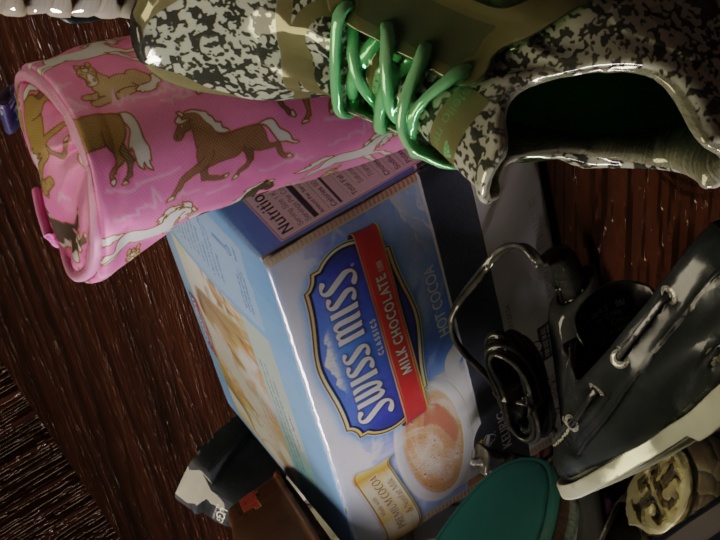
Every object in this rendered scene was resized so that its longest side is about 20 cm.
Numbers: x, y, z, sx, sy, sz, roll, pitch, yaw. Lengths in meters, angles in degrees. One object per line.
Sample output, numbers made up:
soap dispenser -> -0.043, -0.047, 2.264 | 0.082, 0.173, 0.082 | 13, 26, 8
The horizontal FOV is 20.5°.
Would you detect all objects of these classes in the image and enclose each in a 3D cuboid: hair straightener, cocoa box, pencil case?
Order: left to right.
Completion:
pencil case -> -0.028, -0.065, 0.729 | 0.086, 0.199, 0.083 | 39, 145, 51
cocoa box -> 0.000, 0.000, 0.880 | 0.133, 0.131, 0.201 | 45, 159, 42
hair straightener -> 0.083, 0.069, 0.846 | 0.041, 0.077, 0.201 | -113, 2, -54

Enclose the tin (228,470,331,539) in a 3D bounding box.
tin -> 0.005, 0.183, 0.910 | 0.200, 0.042, 0.112 | 57, 173, -7

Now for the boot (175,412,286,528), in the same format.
boot -> 0.013, 0.142, 1.195 | 0.200, 0.165, 0.066 | 33, 137, 11

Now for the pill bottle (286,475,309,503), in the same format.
pill bottle -> 0.033, 0.144, 1.083 | 0.200, 0.112, 0.113 | 55, 164, 19

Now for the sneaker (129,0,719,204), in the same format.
sneaker -> 0.026, -0.060, 0.569 | 0.089, 0.199, 0.077 | -76, -16, -45

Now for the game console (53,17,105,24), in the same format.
game console -> -0.159, -0.189, 1.064 | 0.200, 0.116, 0.176 | 55, 164, 16

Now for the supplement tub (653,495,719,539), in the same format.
supplement tub -> 0.122, 0.156, 0.652 | 0.141, 0.199, 0.141 | 53, 164, 22

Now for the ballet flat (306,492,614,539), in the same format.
ballet flat -> 0.026, 0.134, 0.975 | 0.199, 0.069, 0.071 | -11, 149, 32

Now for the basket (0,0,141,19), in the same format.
basket -> -0.098, -0.197, 0.627 | 0.198, 0.160, 0.201 | 43, 122, 45

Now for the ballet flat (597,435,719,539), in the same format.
ballet flat -> 0.097, 0.147, 0.830 | 0.068, 0.046, 0.201 | -96, 26, -55

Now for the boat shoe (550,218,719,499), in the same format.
boat shoe -> 0.106, 0.032, 0.716 | 0.066, 0.074, 0.199 | 60, 165, 8

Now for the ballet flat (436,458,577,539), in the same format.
ballet flat -> 0.044, 0.162, 0.774 | 0.069, 0.200, 0.071 | -16, 117, 35
